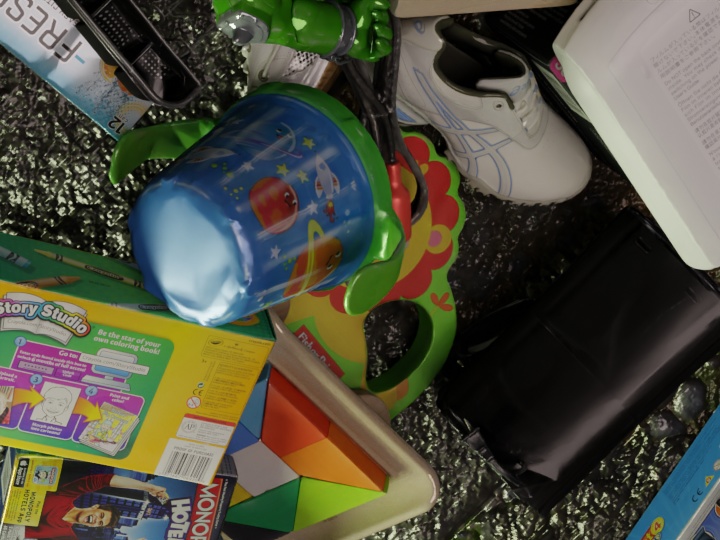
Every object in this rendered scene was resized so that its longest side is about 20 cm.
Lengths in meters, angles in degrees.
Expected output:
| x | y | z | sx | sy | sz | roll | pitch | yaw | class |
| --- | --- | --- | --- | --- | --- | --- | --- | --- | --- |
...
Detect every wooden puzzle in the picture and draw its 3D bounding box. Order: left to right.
| x | y | z | sx | sy | sz | roll | pitch | yaw | class |
| --- | --- | --- | --- | --- | --- | --- | --- | --- | --- |
| -0.072 | 0.126 | 1.431 | 0.184 | 0.037 | 0.200 | -26 | 119 | 31 | wooden puzzle |

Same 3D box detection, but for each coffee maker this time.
| x | y | z | sx | sy | sz | roll | pitch | yaw | class |
| --- | --- | --- | --- | --- | --- | --- | --- | --- | --- |
| 0.163 | 0.068 | 1.447 | 0.200 | 0.192 | 0.135 | -45 | 101 | 1 | coffee maker |

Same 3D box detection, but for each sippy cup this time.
| x | y | z | sx | sy | sz | roll | pitch | yaw | class |
| --- | --- | --- | --- | --- | --- | --- | --- | --- | --- |
| -0.070 | -0.033 | 1.289 | 0.130 | 0.177 | 0.141 | -32 | 108 | -48 | sippy cup |

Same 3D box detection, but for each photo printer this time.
| x | y | z | sx | sy | sz | roll | pitch | yaw | class |
| --- | --- | --- | --- | --- | --- | --- | --- | --- | --- |
| 0.224 | -0.123 | 1.316 | 0.166 | 0.069 | 0.200 | -39 | 117 | 0 | photo printer |

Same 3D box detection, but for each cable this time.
| x | y | z | sx | sy | sz | roll | pitch | yaw | class |
| --- | --- | --- | --- | --- | --- | --- | --- | --- | --- |
| 0.016 | -0.084 | 1.352 | 0.096 | 0.050 | 0.201 | -8 | 125 | -29 | cable |

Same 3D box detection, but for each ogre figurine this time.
| x | y | z | sx | sy | sz | roll | pitch | yaw | class |
| --- | --- | --- | --- | --- | --- | --- | --- | --- | --- |
| -0.058 | -0.214 | 1.235 | 0.119 | 0.098 | 0.202 | -22 | 111 | -44 | ogre figurine |

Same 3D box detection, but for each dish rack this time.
| x | y | z | sx | sy | sz | roll | pitch | yaw | class |
| --- | --- | --- | --- | --- | --- | --- | --- | --- | --- |
| -0.112 | -0.214 | 1.285 | 0.200 | 0.054 | 0.154 | -49 | 114 | -24 | dish rack |

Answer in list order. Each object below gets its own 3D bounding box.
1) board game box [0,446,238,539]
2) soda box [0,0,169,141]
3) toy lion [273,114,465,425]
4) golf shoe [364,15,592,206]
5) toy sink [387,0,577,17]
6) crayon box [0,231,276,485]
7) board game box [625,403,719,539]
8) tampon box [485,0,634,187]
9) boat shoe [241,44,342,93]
| x | y | z | sx | sy | sz | roll | pitch | yaw | class |
| --- | --- | --- | --- | --- | --- | --- | --- | --- | --- |
| -0.157 | 0.192 | 1.431 | 0.198 | 0.062 | 0.201 | 7 | 124 | -18 | board game box |
| -0.206 | -0.172 | 1.304 | 0.200 | 0.064 | 0.068 | 41 | 95 | -26 | soda box |
| 0.000 | 0.000 | 1.446 | 0.192 | 0.069 | 0.200 | -42 | 118 | -7 | toy lion |
| 0.093 | -0.107 | 1.399 | 0.199 | 0.097 | 0.079 | 28 | 67 | -28 | golf shoe |
| 0.057 | -0.264 | 1.309 | 0.129 | 0.201 | 0.112 | -7 | 143 | -22 | toy sink |
| -0.167 | 0.056 | 1.308 | 0.199 | 0.058 | 0.119 | 14 | 117 | -23 | crayon box |
| 0.310 | 0.230 | 1.634 | 0.195 | 0.056 | 0.201 | 30 | 99 | -26 | board game box |
| 0.216 | -0.172 | 1.405 | 0.200 | 0.126 | 0.150 | -43 | 117 | 2 | tampon box |
| -0.046 | -0.145 | 1.371 | 0.069 | 0.071 | 0.201 | 35 | 106 | 0 | boat shoe |
